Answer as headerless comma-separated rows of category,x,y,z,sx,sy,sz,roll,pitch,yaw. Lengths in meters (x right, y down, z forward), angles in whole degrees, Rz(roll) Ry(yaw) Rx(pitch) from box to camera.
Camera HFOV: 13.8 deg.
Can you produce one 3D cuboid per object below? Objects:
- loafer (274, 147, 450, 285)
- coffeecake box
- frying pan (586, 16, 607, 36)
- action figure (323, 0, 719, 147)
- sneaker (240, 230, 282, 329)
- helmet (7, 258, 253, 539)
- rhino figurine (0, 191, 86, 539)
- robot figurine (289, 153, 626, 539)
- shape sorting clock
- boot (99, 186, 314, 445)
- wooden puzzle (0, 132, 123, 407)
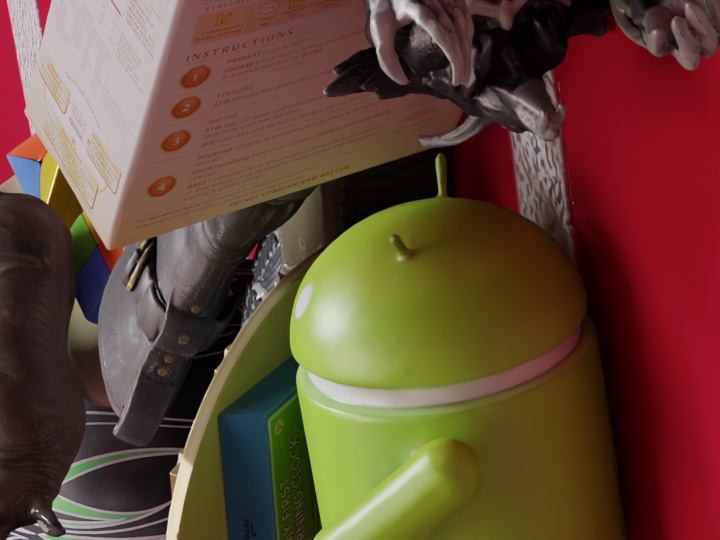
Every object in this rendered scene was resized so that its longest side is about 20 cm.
loafer,0.000,0.000,1.302,0.068,0.076,0.201,-121,32,-47
coffeecake box,-0.020,-0.113,1.034,0.073,0.153,0.200,56,148,25
frying pan,0.035,-0.161,1.096,0.190,0.031,0.115,25,132,53
action figure,0.050,-0.097,0.935,0.200,0.118,0.102,89,160,-45
sneaker,-0.017,0.035,1.385,0.078,0.079,0.201,-104,24,-66
helmet,-0.104,0.091,1.517,0.200,0.190,0.201,164,90,-75
rhino figurine,-0.172,0.056,1.394,0.060,0.087,0.201,158,108,-75
robot figurine,0.038,0.063,1.131,0.176,0.115,0.201,-63,-34,-63
shape sorting clock,-0.017,0.081,1.234,0.039,0.200,0.201,17,129,28
boot,-0.063,-0.048,1.232,0.200,0.069,0.174,-82,17,-44
wooden puzzle,-0.105,-0.063,1.437,0.200,0.046,0.185,-52,40,18
